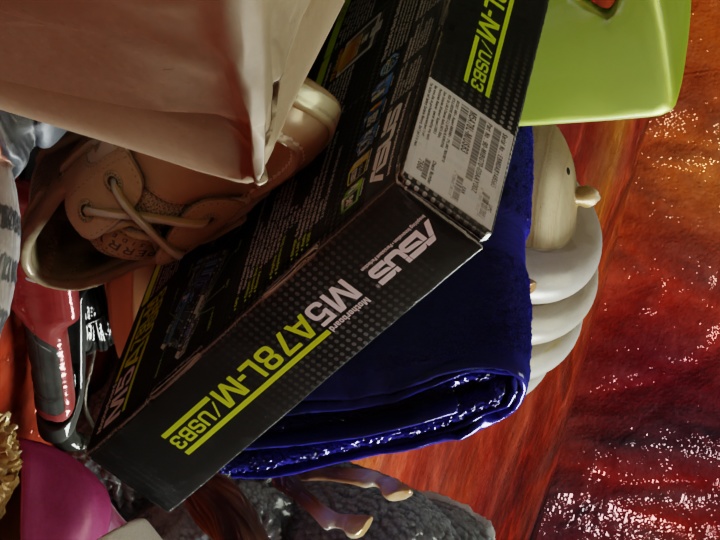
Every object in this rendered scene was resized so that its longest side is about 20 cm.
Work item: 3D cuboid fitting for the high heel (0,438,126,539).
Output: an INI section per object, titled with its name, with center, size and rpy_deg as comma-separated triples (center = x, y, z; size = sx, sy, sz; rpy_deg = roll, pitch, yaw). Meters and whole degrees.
[high heel]
center = -0.167, 0.172, 1.254
size = 0.096, 0.067, 0.201
rpy_deg = 46, 62, -37

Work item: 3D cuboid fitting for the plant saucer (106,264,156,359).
[plant saucer]
center = -0.083, -0.044, 1.255
size = 0.200, 0.032, 0.202
rpy_deg = 5, 90, -89

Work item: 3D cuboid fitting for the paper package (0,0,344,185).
[paper package]
center = -0.084, -0.142, 0.794
size = 0.104, 0.199, 0.191
rpy_deg = 92, 19, -49

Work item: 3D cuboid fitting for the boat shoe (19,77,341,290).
[boat shoe]
center = -0.069, -0.031, 1.033
size = 0.200, 0.072, 0.065
rpy_deg = -16, -131, 61

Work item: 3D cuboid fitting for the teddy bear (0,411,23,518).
[teddy bear]
center = -0.176, 0.103, 0.990
size = 0.145, 0.067, 0.200
rpy_deg = -56, 174, 9

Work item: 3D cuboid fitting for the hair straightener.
[hair straightener]
center = -0.115, 0.006, 1.233
size = 0.201, 0.041, 0.077
rpy_deg = 84, 24, -49

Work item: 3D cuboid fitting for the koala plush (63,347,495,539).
[koala plush]
center = -0.037, 0.130, 1.387
size = 0.177, 0.199, 0.185
rpy_deg = -28, 133, -74

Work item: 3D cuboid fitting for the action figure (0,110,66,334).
[action figure]
center = -0.123, -0.044, 0.998
size = 0.194, 0.104, 0.200
rpy_deg = -62, 165, -20

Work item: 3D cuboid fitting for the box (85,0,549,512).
[box]
center = -0.010, -0.035, 1.075
size = 0.193, 0.047, 0.201
rpy_deg = -44, -160, 39

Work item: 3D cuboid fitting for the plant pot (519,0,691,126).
[plant pot]
center = 0.032, -0.185, 1.222
size = 0.199, 0.199, 0.182
rpy_deg = -80, 164, -54

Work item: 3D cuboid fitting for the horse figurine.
[horse figurine]
center = -0.019, 0.039, 1.245
size = 0.200, 0.132, 0.050
rpy_deg = -55, 159, -18

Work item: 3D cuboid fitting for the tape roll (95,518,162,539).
[tape roll]
center = -0.145, 0.168, 1.081
size = 0.203, 0.037, 0.203
rpy_deg = -40, 173, -5

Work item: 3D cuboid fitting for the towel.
[towel]
center = 0.000, 0.000, 1.188
size = 0.201, 0.147, 0.050
rpy_deg = -85, 163, -50

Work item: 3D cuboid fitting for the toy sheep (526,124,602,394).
[toy sheep]
center = 0.042, 0.003, 1.354
size = 0.200, 0.137, 0.138
rpy_deg = -64, 178, 42
